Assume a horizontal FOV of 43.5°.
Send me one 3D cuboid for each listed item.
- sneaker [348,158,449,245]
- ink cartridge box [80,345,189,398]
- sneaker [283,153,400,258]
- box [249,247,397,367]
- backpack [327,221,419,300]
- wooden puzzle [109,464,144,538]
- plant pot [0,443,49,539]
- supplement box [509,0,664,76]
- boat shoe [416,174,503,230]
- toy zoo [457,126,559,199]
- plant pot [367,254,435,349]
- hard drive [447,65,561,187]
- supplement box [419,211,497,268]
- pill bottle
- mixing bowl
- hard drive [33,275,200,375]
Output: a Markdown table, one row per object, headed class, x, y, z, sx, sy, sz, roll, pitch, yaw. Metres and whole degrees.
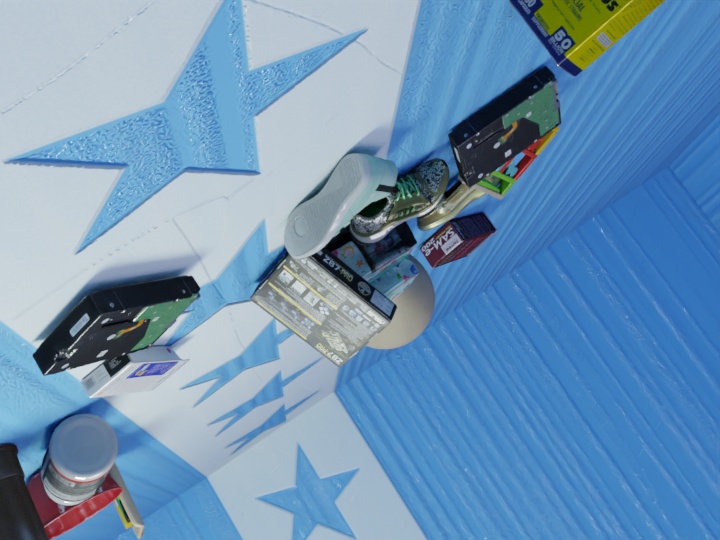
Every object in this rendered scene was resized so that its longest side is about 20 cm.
| class | x | y | z | sx | sy | sz | roll | pitch | yaw |
| --- | --- | --- | --- | --- | --- | --- | --- | --- | --- |
| sneaker | 0.062 | -0.120 | 1.477 | 0.199 | 0.077 | 0.089 | -37 | 160 | -2 |
| ink cartridge box | -0.364 | 0.164 | 1.478 | 0.094 | 0.037 | 0.200 | -38 | 165 | 10 |
| sneaker | -0.022 | -0.089 | 1.327 | 0.200 | 0.074 | 0.117 | -45 | 158 | 30 |
| box | -0.062 | 0.053 | 1.489 | 0.161 | 0.199 | 0.049 | -45 | -168 | 38 |
| backpack | 0.000 | 0.000 | 1.590 | 0.198 | 0.152 | 0.178 | -26 | 173 | -12 |
| wooden puzzle | -0.509 | 0.473 | 1.905 | 0.037 | 0.187 | 0.200 | -25 | 165 | -20 |
| plant pot | -0.592 | 0.415 | 1.424 | 0.199 | 0.200 | 0.201 | -33 | 167 | -8 |
| supplement box | 0.303 | -0.356 | 1.123 | 0.199 | 0.110 | 0.109 | -40 | 167 | 22 |
| boat shoe | 0.183 | -0.151 | 1.732 | 0.199 | 0.063 | 0.073 | -33 | -164 | 21 |
| toy zoo | 0.276 | -0.223 | 1.615 | 0.130 | 0.021 | 0.201 | 14 | 122 | -48 |
| plant pot | 0.041 | 0.035 | 1.742 | 0.199 | 0.201 | 0.135 | -34 | 157 | -4 |
| hard drive | 0.243 | -0.238 | 1.507 | 0.199 | 0.038 | 0.140 | -35 | 152 | 0 |
| supplement box | 0.234 | -0.074 | 2.134 | 0.109 | 0.061 | 0.199 | -43 | 167 | 30 |
| pill bottle | -0.499 | 0.338 | 1.585 | 0.115 | 0.117 | 0.200 | -26 | 166 | -35 |
| mixing bowl | -0.573 | 0.430 | 1.746 | 0.198 | 0.109 | 0.200 | -31 | 167 | -8 |
| hard drive | -0.317 | 0.069 | 1.195 | 0.139 | 0.038 | 0.199 | -41 | 166 | 27 |
